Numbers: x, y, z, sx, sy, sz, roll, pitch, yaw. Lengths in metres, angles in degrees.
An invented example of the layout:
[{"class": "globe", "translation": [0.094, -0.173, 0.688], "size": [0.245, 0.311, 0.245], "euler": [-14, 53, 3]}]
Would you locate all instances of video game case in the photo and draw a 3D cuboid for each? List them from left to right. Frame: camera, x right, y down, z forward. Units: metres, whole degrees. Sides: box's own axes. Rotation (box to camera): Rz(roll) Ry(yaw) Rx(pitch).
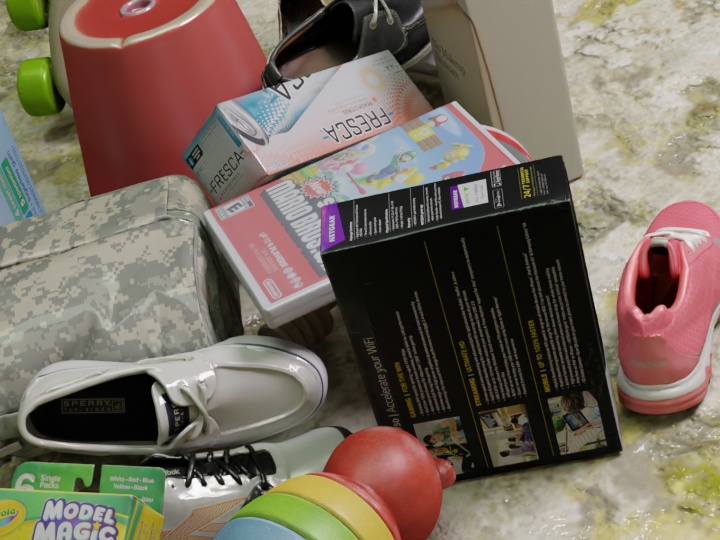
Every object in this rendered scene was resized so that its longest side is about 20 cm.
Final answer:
[{"class": "video game case", "translation": [0.005, -0.042, 1.092], "size": [0.199, 0.018, 0.143], "euler": [-24, 35, -10]}]

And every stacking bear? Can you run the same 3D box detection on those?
[{"class": "stacking bear", "translation": [-0.022, 0.168, 0.942], "size": [0.121, 0.115, 0.200], "euler": [11, 39, 34]}]

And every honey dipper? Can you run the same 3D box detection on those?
[{"class": "honey dipper", "translation": [0.000, 0.000, 1.222], "size": [0.038, 0.038, 0.200], "euler": [15, 44, 38]}]

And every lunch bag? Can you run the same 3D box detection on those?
[{"class": "lunch bag", "translation": [-0.183, 0.046, 1.144], "size": [0.198, 0.140, 0.168], "euler": [-15, 31, 2]}]

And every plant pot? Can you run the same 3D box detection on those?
[{"class": "plant pot", "translation": [-0.158, -0.147, 1.369], "size": [0.198, 0.178, 0.201], "euler": [-12, 34, 8]}]

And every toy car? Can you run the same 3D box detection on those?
[{"class": "toy car", "translation": [-0.226, -0.228, 1.588], "size": [0.163, 0.160, 0.200], "euler": [-5, 7, 11]}]

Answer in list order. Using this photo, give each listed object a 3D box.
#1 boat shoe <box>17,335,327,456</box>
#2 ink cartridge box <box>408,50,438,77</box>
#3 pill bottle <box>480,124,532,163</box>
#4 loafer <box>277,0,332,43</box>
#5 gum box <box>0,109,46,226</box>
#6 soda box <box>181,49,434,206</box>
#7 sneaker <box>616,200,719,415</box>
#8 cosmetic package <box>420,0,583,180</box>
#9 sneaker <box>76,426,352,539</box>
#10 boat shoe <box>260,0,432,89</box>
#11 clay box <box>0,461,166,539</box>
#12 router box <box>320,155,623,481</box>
[{"class": "boat shoe", "translation": [-0.119, 0.084, 1.038], "size": [0.198, 0.073, 0.066], "euler": [0, 13, -3]}, {"class": "ink cartridge box", "translation": [0.062, -0.264, 1.433], "size": [0.199, 0.177, 0.084], "euler": [20, 5, 40]}, {"class": "pill bottle", "translation": [0.080, -0.005, 1.125], "size": [0.113, 0.115, 0.201], "euler": [-13, 35, 6]}, {"class": "loafer", "translation": [-0.034, -0.163, 1.380], "size": [0.076, 0.067, 0.201], "euler": [-30, 58, 15]}, {"class": "gum box", "translation": [-0.295, 0.001, 1.228], "size": [0.044, 0.171, 0.201], "euler": [-5, 37, 18]}, {"class": "soda box", "translation": [-0.035, -0.103, 1.225], "size": [0.199, 0.064, 0.069], "euler": [-25, 73, -46]}, {"class": "sneaker", "translation": [0.211, 0.002, 1.083], "size": [0.073, 0.087, 0.201], "euler": [-1, 38, 20]}, {"class": "cosmetic package", "translation": [0.105, -0.163, 1.256], "size": [0.073, 0.201, 0.104], "euler": [-25, 35, -10]}, {"class": "sneaker", "translation": [-0.090, 0.144, 1.025], "size": [0.199, 0.081, 0.074], "euler": [-24, 33, -13]}, {"class": "boat shoe", "translation": [0.007, -0.195, 1.318], "size": [0.199, 0.068, 0.072], "euler": [-35, 67, -14]}, {"class": "clay box", "translation": [-0.184, 0.202, 0.938], "size": [0.114, 0.048, 0.202], "euler": [-1, 66, 22]}, {"class": "router box", "translation": [0.071, 0.037, 0.993], "size": [0.148, 0.201, 0.051], "euler": [-11, 36, 8]}]
